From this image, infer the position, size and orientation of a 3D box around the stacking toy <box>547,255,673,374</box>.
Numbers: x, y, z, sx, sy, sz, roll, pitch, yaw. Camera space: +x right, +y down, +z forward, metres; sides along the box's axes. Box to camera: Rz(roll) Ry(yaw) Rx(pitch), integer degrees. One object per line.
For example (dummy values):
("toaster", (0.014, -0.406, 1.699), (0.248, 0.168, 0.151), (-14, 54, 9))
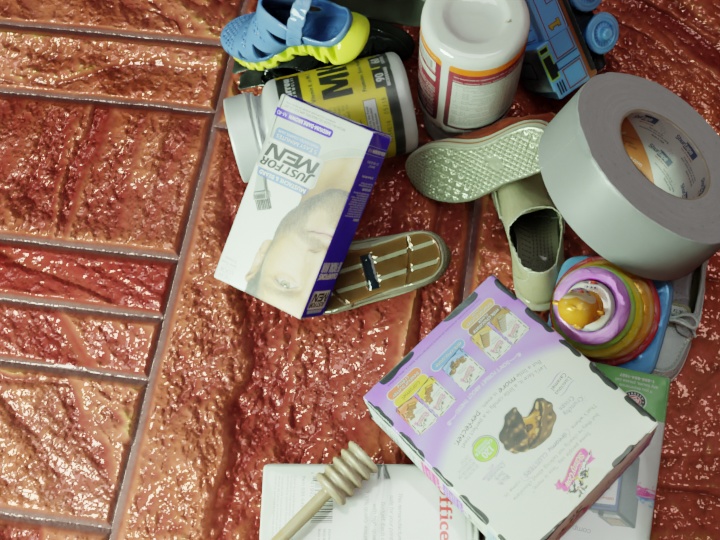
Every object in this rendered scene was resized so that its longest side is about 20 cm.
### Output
("stacking toy", (0.213, 0.035, 0.909), (0.115, 0.200, 0.111), (13, 91, 24))

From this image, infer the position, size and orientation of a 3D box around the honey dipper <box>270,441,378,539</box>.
("honey dipper", (-0.067, 0.232, 0.874), (0.200, 0.038, 0.038), (-43, 70, -13))

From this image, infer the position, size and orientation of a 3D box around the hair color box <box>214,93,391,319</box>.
("hair color box", (-0.059, -0.064, 1.009), (0.109, 0.065, 0.201), (24, 100, 17))

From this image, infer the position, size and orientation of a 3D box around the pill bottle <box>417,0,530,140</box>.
("pill bottle", (0.115, -0.213, 1.058), (0.109, 0.200, 0.110), (0, 70, 1))

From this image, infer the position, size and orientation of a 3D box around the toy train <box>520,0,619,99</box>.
("toy train", (0.209, -0.294, 1.105), (0.114, 0.201, 0.087), (-36, 26, -12))

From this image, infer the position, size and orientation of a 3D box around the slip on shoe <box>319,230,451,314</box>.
("slip on shoe", (0.000, 0.000, 1.055), (0.199, 0.061, 0.077), (-15, 85, 17))

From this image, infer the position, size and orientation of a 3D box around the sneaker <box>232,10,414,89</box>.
("sneaker", (-0.043, -0.246, 1.168), (0.198, 0.060, 0.105), (15, 68, 15))

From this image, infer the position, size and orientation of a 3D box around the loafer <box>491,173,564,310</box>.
("loafer", (0.185, -0.059, 1.059), (0.075, 0.068, 0.201), (-9, 65, 0))

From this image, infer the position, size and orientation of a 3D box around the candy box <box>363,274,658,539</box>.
("candy box", (0.131, 0.134, 0.882), (0.168, 0.072, 0.200), (-41, 66, -11))

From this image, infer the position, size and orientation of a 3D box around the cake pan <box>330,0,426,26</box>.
("cake pan", (-0.001, -0.312, 1.070), (0.199, 0.200, 0.037), (15, 92, 11))

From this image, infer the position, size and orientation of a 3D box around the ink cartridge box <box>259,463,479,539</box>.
("ink cartridge box", (0.010, 0.259, 0.921), (0.198, 0.085, 0.147), (-1, 65, 6))

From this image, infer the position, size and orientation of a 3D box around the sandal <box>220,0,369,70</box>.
("sandal", (-0.085, -0.276, 1.097), (0.199, 0.087, 0.080), (2, 64, 39))

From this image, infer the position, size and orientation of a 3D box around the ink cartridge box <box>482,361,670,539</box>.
("ink cartridge box", (0.202, 0.191, 0.936), (0.144, 0.088, 0.201), (12, 69, 10))

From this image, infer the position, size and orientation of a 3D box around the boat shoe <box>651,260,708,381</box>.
("boat shoe", (0.317, 0.019, 1.016), (0.074, 0.065, 0.203), (19, 68, 12))

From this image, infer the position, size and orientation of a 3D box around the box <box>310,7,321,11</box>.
("box", (-0.047, -0.380, 1.148), (0.081, 0.200, 0.069), (-4, 62, 1))

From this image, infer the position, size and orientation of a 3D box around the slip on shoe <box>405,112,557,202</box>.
("slip on shoe", (0.133, -0.122, 1.058), (0.061, 0.199, 0.074), (-43, 112, -45))

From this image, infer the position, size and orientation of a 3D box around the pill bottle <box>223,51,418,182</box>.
("pill bottle", (-0.044, -0.165, 1.099), (0.198, 0.114, 0.115), (-14, 65, -2))

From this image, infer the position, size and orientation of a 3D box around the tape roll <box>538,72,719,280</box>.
("tape roll", (0.270, -0.092, 0.948), (0.199, 0.066, 0.202), (17, 51, -21))
